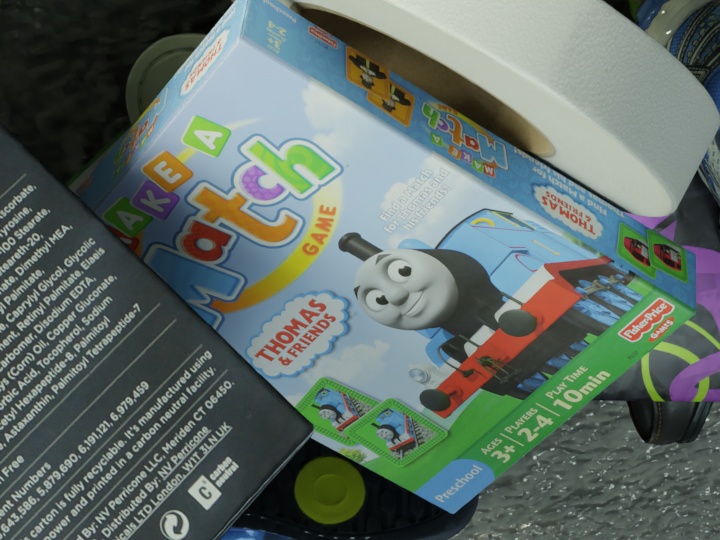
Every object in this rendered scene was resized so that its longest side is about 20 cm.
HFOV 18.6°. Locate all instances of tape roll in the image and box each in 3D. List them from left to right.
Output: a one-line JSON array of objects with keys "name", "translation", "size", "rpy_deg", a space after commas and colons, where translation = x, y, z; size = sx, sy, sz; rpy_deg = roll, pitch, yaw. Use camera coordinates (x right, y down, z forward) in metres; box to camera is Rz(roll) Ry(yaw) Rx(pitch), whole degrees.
[{"name": "tape roll", "translation": [0.030, -0.082, 0.771], "size": [0.202, 0.202, 0.037], "rpy_deg": [32, 85, -40]}]

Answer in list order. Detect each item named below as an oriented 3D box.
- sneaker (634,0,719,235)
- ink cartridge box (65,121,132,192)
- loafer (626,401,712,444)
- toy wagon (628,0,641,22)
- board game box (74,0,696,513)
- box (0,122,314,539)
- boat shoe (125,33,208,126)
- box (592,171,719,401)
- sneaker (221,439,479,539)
[{"name": "sneaker", "translation": [0.172, -0.022, 0.831], "size": [0.077, 0.085, 0.200], "rpy_deg": [-39, 119, 7]}, {"name": "ink cartridge box", "translation": [-0.058, 0.036, 0.957], "size": [0.199, 0.085, 0.146], "rpy_deg": [27, 127, -36]}, {"name": "loafer", "translation": [0.113, 0.007, 0.975], "size": [0.072, 0.073, 0.201], "rpy_deg": [-20, 130, -7]}, {"name": "toy wagon", "translation": [0.120, -0.147, 0.808], "size": [0.198, 0.040, 0.155], "rpy_deg": [-6, 150, 9]}, {"name": "board game box", "translation": [0.000, 0.000, 0.812], "size": [0.199, 0.037, 0.151], "rpy_deg": [30, 131, -19]}, {"name": "box", "translation": [-0.145, 0.054, 0.772], "size": [0.196, 0.124, 0.200], "rpy_deg": [43, 155, 0]}, {"name": "boat shoe", "translation": [-0.009, -0.041, 0.893], "size": [0.198, 0.066, 0.075], "rpy_deg": [24, 108, -19]}, {"name": "box", "translation": [0.182, -0.014, 0.904], "size": [0.198, 0.036, 0.144], "rpy_deg": [0, 115, -14]}, {"name": "sneaker", "translation": [-0.050, 0.105, 0.930], "size": [0.198, 0.066, 0.079], "rpy_deg": [-7, 152, -4]}]
